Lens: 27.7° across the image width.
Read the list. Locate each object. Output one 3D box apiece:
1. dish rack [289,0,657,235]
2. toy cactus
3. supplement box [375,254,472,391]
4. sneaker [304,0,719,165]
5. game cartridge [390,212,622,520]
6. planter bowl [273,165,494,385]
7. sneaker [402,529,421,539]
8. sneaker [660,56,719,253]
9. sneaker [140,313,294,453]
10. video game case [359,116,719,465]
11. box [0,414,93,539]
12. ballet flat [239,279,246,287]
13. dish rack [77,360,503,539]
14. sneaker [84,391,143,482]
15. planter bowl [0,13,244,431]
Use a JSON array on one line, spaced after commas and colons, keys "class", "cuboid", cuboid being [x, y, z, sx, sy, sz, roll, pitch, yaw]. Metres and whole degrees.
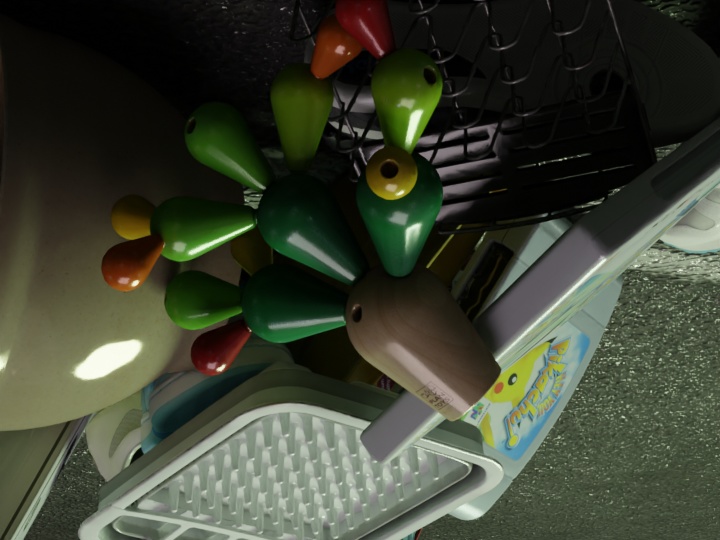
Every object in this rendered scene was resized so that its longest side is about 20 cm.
[{"class": "dish rack", "cuboid": [0.040, -0.091, 0.617, 0.152, 0.055, 0.201, -9, 127, 23]}, {"class": "toy cactus", "cuboid": [-0.011, -0.005, 0.589, 0.165, 0.102, 0.200, 45, 124, -3]}, {"class": "supplement box", "cuboid": [0.002, 0.061, 1.041, 0.199, 0.111, 0.085, -16, 155, 38]}, {"class": "sneaker", "cuboid": [0.075, -0.085, 0.728, 0.198, 0.074, 0.112, 7, 163, 6]}, {"class": "game cartridge", "cuboid": [0.090, 0.061, 0.936, 0.040, 0.201, 0.133, 31, 179, 39]}, {"class": "planter bowl", "cuboid": [0.000, 0.000, 0.859, 0.083, 0.201, 0.201, 37, 160, 8]}, {"class": "sneaker", "cuboid": [-0.049, 0.170, 1.034, 0.198, 0.096, 0.079, 2, 161, -10]}, {"class": "sneaker", "cuboid": [0.204, -0.076, 0.746, 0.080, 0.077, 0.200, 18, 147, -23]}, {"class": "sneaker", "cuboid": [-0.094, 0.029, 0.839, 0.079, 0.132, 0.200, -2, 163, -22]}, {"class": "video game case", "cuboid": [0.103, 0.000, 0.681, 0.182, 0.022, 0.200, -33, 169, -40]}, {"class": "box", "cuboid": [-0.214, 0.090, 0.770, 0.116, 0.201, 0.060, 25, 137, -3]}, {"class": "ballet flat", "cuboid": [-0.153, 0.012, 0.987, 0.067, 0.067, 0.199, -4, 162, 40]}, {"class": "dish rack", "cuboid": [-0.040, 0.112, 0.794, 0.171, 0.044, 0.200, 21, 139, -34]}, {"class": "sneaker", "cuboid": [-0.095, 0.084, 0.984, 0.199, 0.089, 0.074, -34, 147, 10]}, {"class": "planter bowl", "cuboid": [-0.138, -0.015, 0.722, 0.134, 0.202, 0.200, 9, 158, -27]}]
